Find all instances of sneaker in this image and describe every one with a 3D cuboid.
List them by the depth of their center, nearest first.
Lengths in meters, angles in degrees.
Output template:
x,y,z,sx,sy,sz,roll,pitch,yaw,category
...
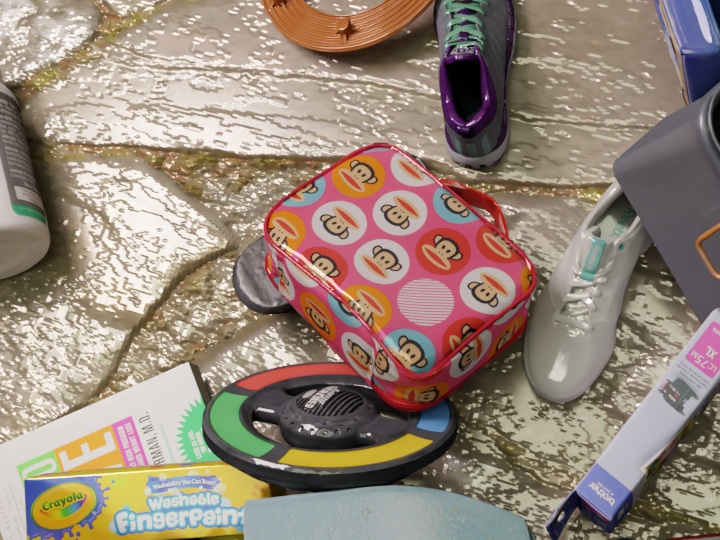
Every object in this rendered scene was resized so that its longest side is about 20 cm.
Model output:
x,y,z,sx,sy,sz,roll,pitch,yaw,category
0.182,0.004,1.048,0.074,0.089,0.202,23,80,16,sneaker
0.097,-0.194,1.124,0.073,0.088,0.203,-7,73,10,sneaker

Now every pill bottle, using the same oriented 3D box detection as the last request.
x,y,z,sx,sy,sz,roll,pitch,yaw,category
-0.351,-0.100,1.179,0.112,0.113,0.203,-20,70,5,pill bottle

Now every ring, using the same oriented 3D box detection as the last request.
x,y,z,sx,sy,sz,roll,pitch,yaw,category
-0.005,-0.290,1.190,0.197,0.019,0.203,-10,64,20,ring

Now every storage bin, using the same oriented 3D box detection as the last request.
x,y,z,sx,sy,sz,roll,pitch,yaw,category
0.280,-0.040,0.976,0.145,0.134,0.201,-38,99,-31,storage bin

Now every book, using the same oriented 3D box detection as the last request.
x,y,z,sx,sy,sz,roll,pitch,yaw,category
-0.206,0.179,1.105,0.198,0.048,0.135,-24,76,4,book

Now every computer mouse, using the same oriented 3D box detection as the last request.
x,y,z,sx,sy,sz,roll,pitch,yaw,category
0.000,0.000,1.113,0.199,0.046,0.141,-34,65,-12,computer mouse

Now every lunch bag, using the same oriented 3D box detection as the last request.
x,y,z,sx,sy,sz,roll,pitch,yaw,category
0.038,-0.008,1.037,0.175,0.082,0.200,-36,65,-23,lunch bag

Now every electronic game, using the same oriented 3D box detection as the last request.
x,y,z,sx,sy,sz,roll,pitch,yaw,category
-0.023,0.114,1.015,0.197,0.200,0.042,4,110,13,electronic game

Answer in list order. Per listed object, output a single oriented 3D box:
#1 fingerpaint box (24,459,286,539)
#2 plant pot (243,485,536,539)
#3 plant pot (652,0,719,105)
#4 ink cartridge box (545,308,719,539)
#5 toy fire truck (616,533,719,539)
x,y,z,sx,sy,sz,roll,pitch,yaw,category
-0.155,0.237,1.034,0.197,0.073,0.170,-4,85,6,fingerpaint box
0.041,0.270,0.912,0.197,0.198,0.197,-14,39,5,plant pot
0.320,-0.234,1.038,0.177,0.200,0.203,-19,71,13,plant pot
0.214,0.129,0.987,0.042,0.119,0.200,40,84,18,ink cartridge box
0.240,0.272,0.958,0.197,0.113,0.170,-7,48,9,toy fire truck
